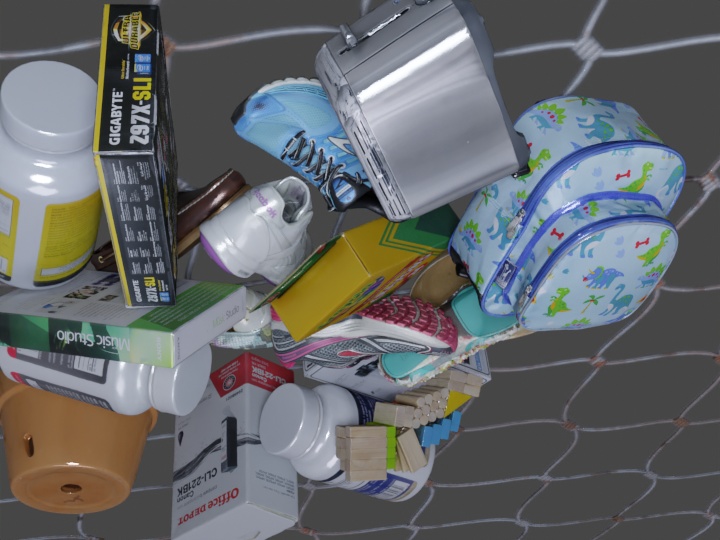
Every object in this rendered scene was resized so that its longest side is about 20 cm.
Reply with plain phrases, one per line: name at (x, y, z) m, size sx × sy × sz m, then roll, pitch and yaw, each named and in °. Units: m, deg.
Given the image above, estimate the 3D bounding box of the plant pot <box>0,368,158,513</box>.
plant pot at (-0.341, 0.200, 1.265) m, size 0.199 × 0.141 × 0.200 m, roll -4°, pitch 144°, yaw -3°

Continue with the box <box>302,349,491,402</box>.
box at (0.043, 0.102, 1.247) m, size 0.199 × 0.060 × 0.117 m, roll 21°, pitch 137°, yaw -32°

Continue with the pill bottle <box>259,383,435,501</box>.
pill bottle at (-0.017, 0.197, 1.231) m, size 0.200 × 0.112 × 0.111 m, roll 25°, pitch 135°, yaw -37°

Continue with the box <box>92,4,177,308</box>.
box at (-0.180, -0.090, 0.864) m, size 0.049 × 0.160 × 0.200 m, roll -1°, pitch 145°, yaw -5°

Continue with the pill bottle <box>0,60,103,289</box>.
pill bottle at (-0.274, -0.080, 0.906) m, size 0.111 × 0.112 × 0.200 m, roll 8°, pitch 142°, yaw -18°

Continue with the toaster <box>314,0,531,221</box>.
toaster at (0.050, -0.129, 0.849) m, size 0.129 × 0.114 × 0.200 m, roll -27°, pitch 132°, yaw 3°

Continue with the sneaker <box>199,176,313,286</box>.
sneaker at (-0.071, -0.037, 0.983) m, size 0.100 × 0.075 × 0.200 m, roll -40°, pitch 171°, yaw 11°

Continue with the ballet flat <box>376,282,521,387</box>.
ballet flat at (0.109, 0.063, 1.144) m, size 0.199 × 0.076 × 0.064 m, roll -27°, pitch 162°, yaw 10°

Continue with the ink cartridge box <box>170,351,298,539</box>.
ink cartridge box at (-0.152, 0.223, 1.269) m, size 0.144 × 0.201 × 0.084 m, roll -33°, pitch 137°, yaw 33°

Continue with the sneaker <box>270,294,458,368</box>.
sneaker at (0.004, 0.068, 1.112) m, size 0.199 × 0.081 × 0.075 m, roll 5°, pitch 110°, yaw 12°

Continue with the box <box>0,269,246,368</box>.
box at (-0.221, 0.039, 0.943) m, size 0.199 × 0.144 × 0.037 m, roll 4°, pitch 106°, yaw 19°

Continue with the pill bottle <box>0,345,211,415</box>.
pill bottle at (-0.260, 0.085, 1.082) m, size 0.199 × 0.111 × 0.111 m, roll 14°, pitch 148°, yaw 16°

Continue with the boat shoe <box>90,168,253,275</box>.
boat shoe at (-0.188, -0.041, 1.011) m, size 0.200 × 0.070 × 0.070 m, roll -36°, pitch 95°, yaw 27°

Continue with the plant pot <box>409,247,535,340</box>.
plant pot at (0.151, 0.016, 1.170) m, size 0.199 × 0.028 × 0.200 m, roll -4°, pitch 143°, yaw -3°

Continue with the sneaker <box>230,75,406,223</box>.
sneaker at (-0.022, -0.101, 0.929) m, size 0.199 × 0.090 × 0.078 m, roll 20°, pitch 137°, yaw -30°

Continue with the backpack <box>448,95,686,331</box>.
backpack at (0.202, -0.047, 0.966) m, size 0.182 × 0.147 × 0.201 m, roll -2°, pitch 131°, yaw -29°

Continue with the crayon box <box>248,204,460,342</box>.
crayon box at (0.000, 0.000, 1.013) m, size 0.200 × 0.051 × 0.127 m, roll -24°, pitch 167°, yaw -48°

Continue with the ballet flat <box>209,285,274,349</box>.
ballet flat at (-0.159, 0.045, 1.140) m, size 0.199 × 0.069 × 0.071 m, roll 2°, pitch 141°, yaw -2°

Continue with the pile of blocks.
pile of blocks at (0.049, 0.173, 1.176) m, size 0.199 × 0.082 × 0.062 m, roll -26°, pitch -168°, yaw -28°
